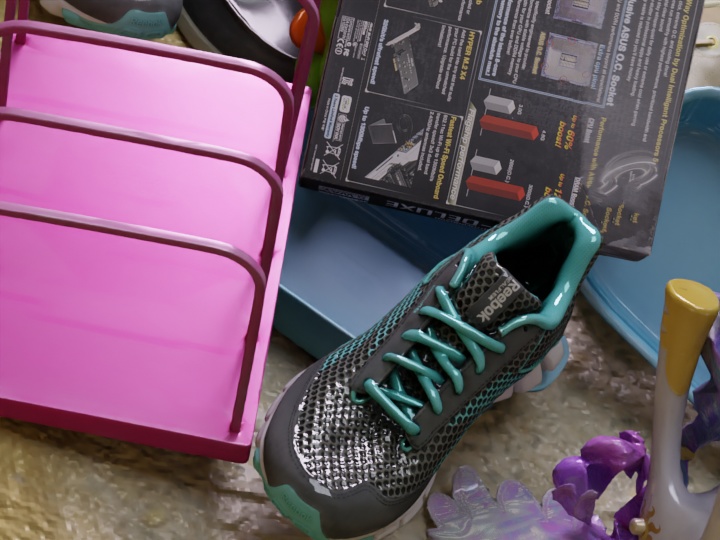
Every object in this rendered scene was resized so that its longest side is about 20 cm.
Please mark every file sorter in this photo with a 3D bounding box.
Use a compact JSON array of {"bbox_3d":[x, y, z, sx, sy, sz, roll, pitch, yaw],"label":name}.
[{"bbox_3d":[-0.092,-0.050,1.090,0.138,0.126,0.201,11,50,-3],"label":"file sorter"}]

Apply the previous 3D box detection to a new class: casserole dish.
[{"bbox_3d":[0.000,0.000,1.201,0.200,0.039,0.121,34,40,8],"label":"casserole dish"},{"bbox_3d":[0.178,0.008,1.233,0.200,0.039,0.121,43,80,-3],"label":"casserole dish"}]

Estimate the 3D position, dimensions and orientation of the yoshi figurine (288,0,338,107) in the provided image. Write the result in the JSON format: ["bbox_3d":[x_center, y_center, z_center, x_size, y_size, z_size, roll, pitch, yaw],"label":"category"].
[{"bbox_3d":[0.033,-0.160,1.259,0.112,0.112,0.201,20,84,-1],"label":"yoshi figurine"}]

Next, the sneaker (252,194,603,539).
[{"bbox_3d":[0.031,0.032,1.089,0.078,0.091,0.200,39,47,7],"label":"sneaker"}]

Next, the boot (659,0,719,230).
[{"bbox_3d":[0.167,-0.063,1.344,0.199,0.072,0.155,-8,51,-30],"label":"boot"}]

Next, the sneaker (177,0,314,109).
[{"bbox_3d":[-0.051,-0.176,1.305,0.075,0.106,0.200,-6,52,-35],"label":"sneaker"}]

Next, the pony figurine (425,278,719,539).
[{"bbox_3d":[0.129,0.110,1.069,0.166,0.201,0.193,6,28,-16],"label":"pony figurine"}]

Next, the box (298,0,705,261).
[{"bbox_3d":[0.070,-0.118,1.179,0.157,0.201,0.050,12,-3,-2],"label":"box"}]

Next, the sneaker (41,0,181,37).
[{"bbox_3d":[-0.127,-0.196,1.282,0.077,0.091,0.200,0,47,-29],"label":"sneaker"}]
